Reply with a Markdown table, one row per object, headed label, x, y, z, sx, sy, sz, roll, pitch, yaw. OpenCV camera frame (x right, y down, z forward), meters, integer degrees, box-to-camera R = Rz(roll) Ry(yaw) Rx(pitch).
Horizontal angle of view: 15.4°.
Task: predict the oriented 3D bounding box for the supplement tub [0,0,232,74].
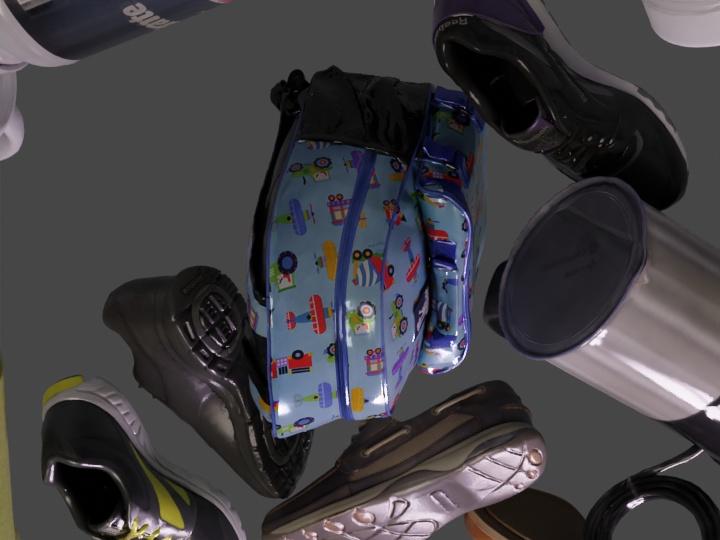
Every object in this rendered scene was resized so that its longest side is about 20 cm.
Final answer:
| label | x | y | z | sx | sy | sz | roll | pitch | yaw |
| --- | --- | --- | --- | --- | --- | --- | --- | --- | --- |
| supplement tub | -0.146 | -0.198 | 1.497 | 0.199 | 0.141 | 0.141 | -18 | 122 | 23 |

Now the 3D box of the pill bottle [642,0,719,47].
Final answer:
| label | x | y | z | sx | sy | sz | roll | pitch | yaw |
| --- | --- | --- | --- | --- | --- | --- | --- | --- | --- |
| pill bottle | 0.172 | -0.227 | 1.432 | 0.115 | 0.116 | 0.200 | -12 | 125 | 19 |

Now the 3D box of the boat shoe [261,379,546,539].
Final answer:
| label | x | y | z | sx | sy | sz | roll | pitch | yaw |
| --- | --- | --- | --- | --- | --- | --- | --- | --- | --- |
| boat shoe | 0.026 | 0.134 | 1.755 | 0.199 | 0.074 | 0.075 | -23 | 141 | 11 |

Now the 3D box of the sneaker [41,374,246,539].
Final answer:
| label | x | y | z | sx | sy | sz | roll | pitch | yaw |
| --- | --- | --- | --- | --- | --- | --- | --- | --- | --- |
| sneaker | -0.155 | 0.165 | 1.811 | 0.074 | 0.085 | 0.200 | -29 | 117 | 29 |

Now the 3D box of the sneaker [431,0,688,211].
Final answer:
| label | x | y | z | sx | sy | sz | roll | pitch | yaw |
| --- | --- | --- | --- | --- | --- | --- | --- | --- | --- |
| sneaker | 0.112 | -0.087 | 1.566 | 0.200 | 0.088 | 0.076 | 40 | 123 | -20 |

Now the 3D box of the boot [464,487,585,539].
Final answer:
| label | x | y | z | sx | sy | sz | roll | pitch | yaw |
| --- | --- | --- | --- | --- | --- | --- | --- | --- | --- |
| boot | 0.118 | 0.240 | 1.819 | 0.200 | 0.074 | 0.155 | 32 | 122 | -17 |

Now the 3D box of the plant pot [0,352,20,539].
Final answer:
| label | x | y | z | sx | sy | sz | roll | pitch | yaw |
| --- | --- | --- | --- | --- | --- | --- | --- | --- | --- |
| plant pot | -0.307 | 0.132 | 1.766 | 0.199 | 0.201 | 0.185 | 10 | 116 | 3 |

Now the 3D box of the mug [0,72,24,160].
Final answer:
| label | x | y | z | sx | sy | sz | roll | pitch | yaw |
| --- | --- | --- | --- | --- | --- | --- | --- | --- | --- |
| mug | -0.287 | -0.099 | 1.602 | 0.175 | 0.148 | 0.200 | -10 | 161 | 27 |

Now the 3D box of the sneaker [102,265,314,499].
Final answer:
| label | x | y | z | sx | sy | sz | roll | pitch | yaw |
| --- | --- | --- | --- | --- | --- | --- | --- | --- | --- |
| sneaker | -0.097 | 0.072 | 1.747 | 0.090 | 0.076 | 0.200 | 0 | 133 | 35 |

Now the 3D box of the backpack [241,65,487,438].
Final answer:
| label | x | y | z | sx | sy | sz | roll | pitch | yaw |
| --- | --- | --- | --- | --- | --- | --- | --- | --- | --- |
| backpack | 0.000 | 0.000 | 1.583 | 0.134 | 0.200 | 0.183 | 5 | 127 | 7 |

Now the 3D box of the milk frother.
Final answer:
| label | x | y | z | sx | sy | sz | roll | pitch | yaw |
| --- | --- | --- | --- | --- | --- | --- | --- | --- | --- |
| milk frother | 0.163 | 0.081 | 1.595 | 0.188 | 0.201 | 0.180 | 29 | 143 | -33 |
